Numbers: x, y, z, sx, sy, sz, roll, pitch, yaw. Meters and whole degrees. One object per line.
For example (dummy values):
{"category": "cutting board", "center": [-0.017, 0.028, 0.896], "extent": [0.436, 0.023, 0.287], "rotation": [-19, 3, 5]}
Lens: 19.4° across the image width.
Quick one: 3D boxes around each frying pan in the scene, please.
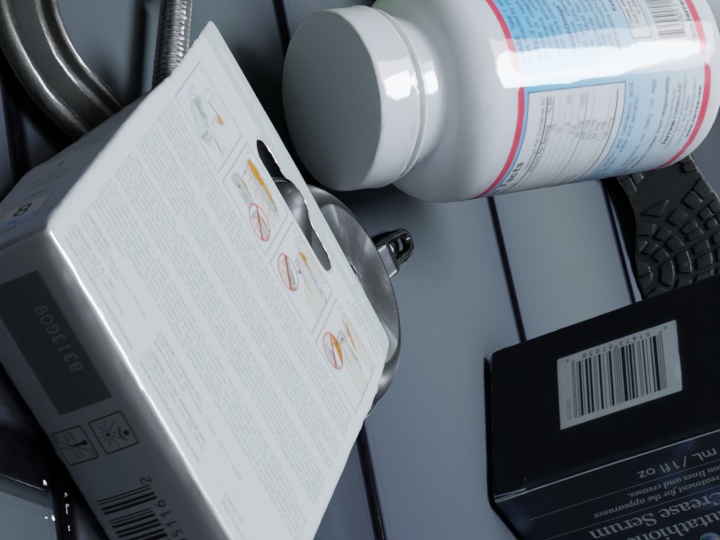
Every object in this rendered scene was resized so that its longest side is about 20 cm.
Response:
{"category": "frying pan", "center": [0.003, 0.016, 0.966], "extent": [0.190, 0.031, 0.115], "rotation": [17, 55, -60]}

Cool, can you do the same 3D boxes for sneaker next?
{"category": "sneaker", "center": [0.228, -0.044, 1.511], "extent": [0.088, 0.076, 0.200], "rotation": [15, 56, -72]}

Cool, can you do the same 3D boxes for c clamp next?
{"category": "c clamp", "center": [-0.092, -0.091, 0.839], "extent": [0.171, 0.027, 0.200], "rotation": [40, 36, -43]}

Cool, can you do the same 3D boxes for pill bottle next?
{"category": "pill bottle", "center": [0.068, -0.090, 1.006], "extent": [0.200, 0.109, 0.109], "rotation": [-9, 76, -33]}

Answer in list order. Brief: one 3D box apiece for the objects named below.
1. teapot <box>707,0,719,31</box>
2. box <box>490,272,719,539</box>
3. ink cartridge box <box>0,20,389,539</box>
{"category": "teapot", "center": [0.307, -0.303, 1.845], "extent": [0.200, 0.146, 0.198], "rotation": [39, 35, -51]}
{"category": "box", "center": [0.178, 0.118, 1.125], "extent": [0.200, 0.148, 0.107], "rotation": [51, 27, -37]}
{"category": "ink cartridge box", "center": [-0.060, 0.015, 0.775], "extent": [0.160, 0.047, 0.200], "rotation": [61, 23, -18]}
